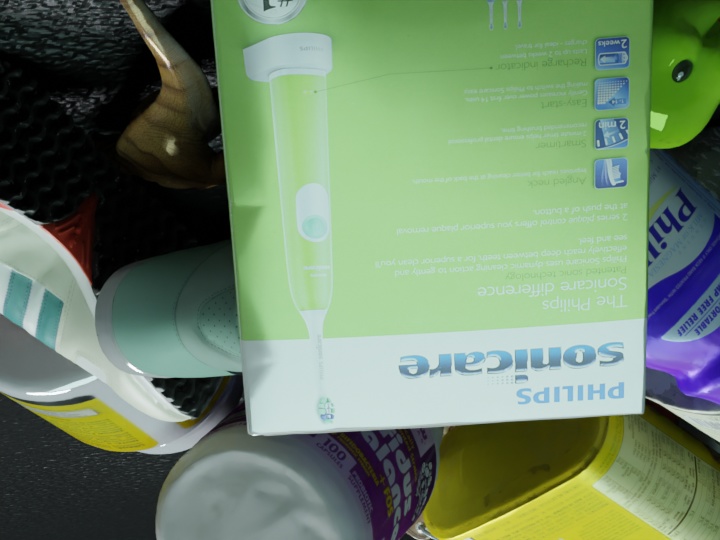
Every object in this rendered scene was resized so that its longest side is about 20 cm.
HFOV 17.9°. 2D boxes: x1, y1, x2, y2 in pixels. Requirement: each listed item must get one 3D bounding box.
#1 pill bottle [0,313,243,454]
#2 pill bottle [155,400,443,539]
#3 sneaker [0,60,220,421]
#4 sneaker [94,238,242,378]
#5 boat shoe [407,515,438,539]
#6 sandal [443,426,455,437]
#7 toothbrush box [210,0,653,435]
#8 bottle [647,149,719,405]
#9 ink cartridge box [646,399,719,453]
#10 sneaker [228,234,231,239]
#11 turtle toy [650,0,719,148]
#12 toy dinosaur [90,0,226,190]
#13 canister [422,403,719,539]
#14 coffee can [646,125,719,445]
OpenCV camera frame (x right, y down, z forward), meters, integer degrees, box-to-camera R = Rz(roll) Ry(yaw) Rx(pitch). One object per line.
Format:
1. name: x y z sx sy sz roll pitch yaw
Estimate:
1. pill bottle: -0.126 0.028 1.144 0.114 0.115 0.200 -10 163 9
2. pill bottle: -0.022 0.108 1.216 0.112 0.113 0.200 -14 -169 22
3. sneaker: -0.141 -0.009 1.000 0.093 0.070 0.200 -9 132 42
4. sneaker: 0.001 0.012 0.970 0.200 0.074 0.118 -14 -171 -37
5. boat shoe: 0.055 0.138 1.447 0.200 0.073 0.072 5 169 44
6. sandal: 0.052 0.093 1.356 0.211 0.070 0.078 -17 161 29
7. toothbrush box: 0.025 -0.049 0.802 0.145 0.086 0.200 -4 119 0
8. bottle: 0.135 0.000 1.043 0.084 0.200 0.065 -47 -167 0
9. ink cartridge box: 0.129 0.079 1.442 0.200 0.068 0.116 6 170 29
10. sneaker: 0.000 0.000 1.134 0.079 0.096 0.200 0 162 -24
11. turtle toy: 0.061 -0.072 0.908 0.200 0.101 0.146 -27 156 33
12. toy dinosaur: -0.073 -0.061 0.952 0.106 0.061 0.200 8 162 -13
13. canister: 0.151 0.146 1.323 0.148 0.087 0.200 -30 131 33
14. coffee can: 0.212 0.021 1.204 0.146 0.147 0.200 -13 162 20
